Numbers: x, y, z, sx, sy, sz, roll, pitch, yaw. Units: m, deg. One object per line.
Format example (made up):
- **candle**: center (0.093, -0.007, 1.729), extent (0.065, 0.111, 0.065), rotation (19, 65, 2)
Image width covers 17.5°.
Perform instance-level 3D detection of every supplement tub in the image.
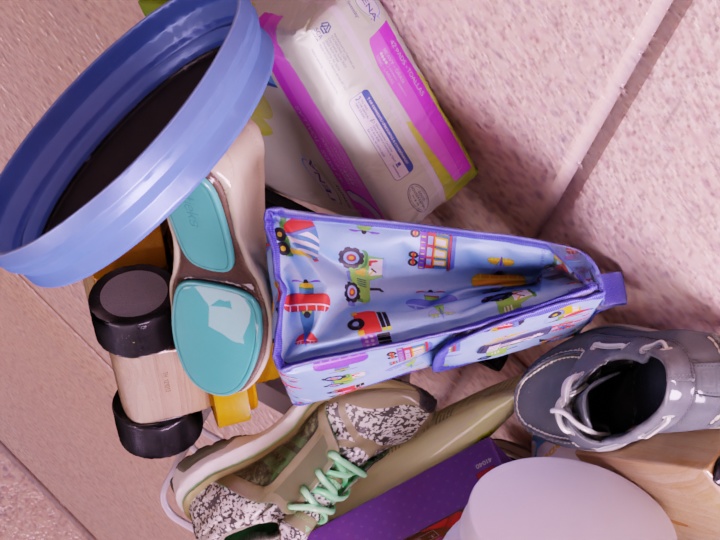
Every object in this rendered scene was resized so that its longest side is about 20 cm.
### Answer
- **supplement tub**: center (0.103, 0.225, 1.361), extent (0.144, 0.144, 0.201), rotation (35, 130, 32)

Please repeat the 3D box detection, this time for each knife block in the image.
- **knife block**: center (0.207, 0.103, 1.299), extent (0.200, 0.064, 0.176), rotation (37, 160, 29)

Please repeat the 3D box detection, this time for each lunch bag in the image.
- **lunch bag**: center (0.051, 0.015, 1.323), extent (0.151, 0.198, 0.095), rotation (78, -173, -79)

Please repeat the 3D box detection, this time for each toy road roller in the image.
- **toy road roller**: center (-0.103, 0.015, 1.505), extent (0.201, 0.145, 0.123), rotation (-111, 10, -49)

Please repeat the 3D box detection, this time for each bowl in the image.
- **bowl**: center (-0.126, -0.072, 1.272), extent (0.039, 0.201, 0.200), rotation (44, 165, -23)

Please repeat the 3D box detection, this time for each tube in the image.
- **tube**: center (0.038, 0.121, 1.504), extent (0.052, 0.200, 0.058), rotation (37, -153, -36)

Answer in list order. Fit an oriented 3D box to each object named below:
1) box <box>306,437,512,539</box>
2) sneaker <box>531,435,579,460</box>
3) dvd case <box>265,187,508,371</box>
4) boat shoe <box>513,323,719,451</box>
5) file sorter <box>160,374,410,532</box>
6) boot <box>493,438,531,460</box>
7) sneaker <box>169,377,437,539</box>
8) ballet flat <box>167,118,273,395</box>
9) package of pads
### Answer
- **box**: center (0.027, 0.190, 1.519), extent (0.137, 0.199, 0.039), rotation (44, -160, -58)
- **sneaker**: center (0.176, 0.169, 1.527), extent (0.200, 0.076, 0.081), rotation (59, 178, -37)
- **dvd case**: center (0.000, 0.000, 1.519), extent (0.142, 0.018, 0.200), rotation (26, 172, 37)
- **boat shoe**: center (0.139, 0.066, 1.314), extent (0.200, 0.061, 0.073), rotation (-10, 82, 58)
- **file sorter**: center (-0.055, 0.117, 1.654), extent (0.138, 0.125, 0.200), rotation (29, -166, -5)
- **boot**: center (0.122, 0.232, 1.638), extent (0.200, 0.151, 0.073), rotation (46, 163, 0)
- **sneaker**: center (-0.030, 0.136, 1.467), extent (0.077, 0.199, 0.089), rotation (33, -143, -43)
- **ballet flat**: center (-0.076, -0.011, 1.352), extent (0.069, 0.069, 0.201), rotation (37, 147, 29)
- **package of pads**: center (-0.030, -0.107, 1.387), extent (0.200, 0.068, 0.155), rotation (21, 148, 56)
